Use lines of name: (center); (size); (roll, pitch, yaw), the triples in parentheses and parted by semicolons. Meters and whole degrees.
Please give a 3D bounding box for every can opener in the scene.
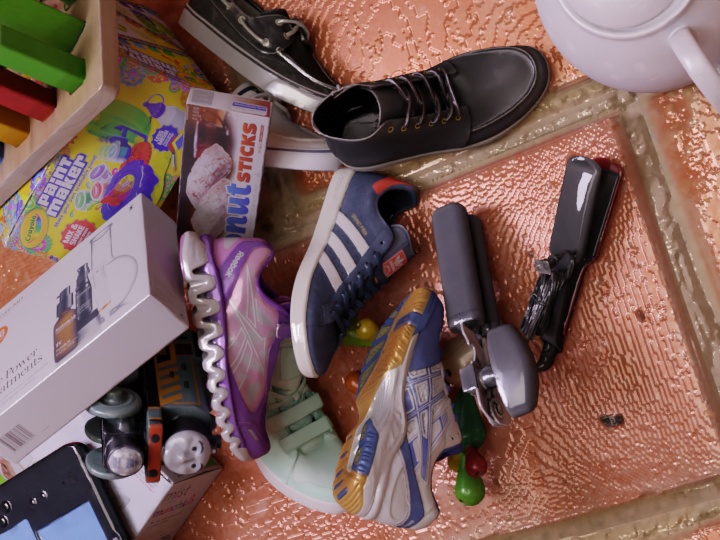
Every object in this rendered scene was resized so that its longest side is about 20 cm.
can opener: (0.107, 0.031, 1.108); (0.067, 0.053, 0.201); (-23, 58, 26)

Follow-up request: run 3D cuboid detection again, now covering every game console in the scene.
game console: (-0.281, 0.282, 1.253); (0.176, 0.031, 0.201); (-32, 80, 25)

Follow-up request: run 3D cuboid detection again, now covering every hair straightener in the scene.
hair straightener: (0.155, 0.002, 1.110); (0.041, 0.077, 0.201); (29, 107, 37)

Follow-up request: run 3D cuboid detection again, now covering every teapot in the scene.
teapot: (0.214, -0.229, 1.034); (0.199, 0.146, 0.199); (13, 98, 24)

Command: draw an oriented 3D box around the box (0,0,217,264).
box: (-0.253, -0.136, 1.235); (0.201, 0.121, 0.193); (-56, 41, 17)

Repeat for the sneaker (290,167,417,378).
sneaker: (0.000, 0.000, 1.149); (0.084, 0.075, 0.201); (6, 63, 16)

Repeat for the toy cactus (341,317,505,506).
toy cactus: (0.058, 0.099, 1.159); (0.165, 0.102, 0.200); (-42, 66, 11)

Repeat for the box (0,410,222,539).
box: (-0.266, 0.194, 1.308); (0.200, 0.097, 0.177); (41, 108, 19)

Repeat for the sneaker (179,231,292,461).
sneaker: (-0.092, 0.060, 1.131); (0.088, 0.080, 0.202); (-12, 101, -7)

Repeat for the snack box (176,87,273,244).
snack box: (-0.123, -0.074, 1.194); (0.071, 0.024, 0.201); (9, 137, -4)

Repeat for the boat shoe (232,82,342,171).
boat shoe: (-0.101, -0.135, 1.235); (0.199, 0.071, 0.070); (15, 101, 31)

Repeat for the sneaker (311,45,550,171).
sneaker: (0.061, -0.137, 1.120); (0.199, 0.106, 0.075); (-22, 81, 10)

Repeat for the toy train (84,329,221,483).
toy train: (-0.184, 0.114, 1.182); (0.113, 0.200, 0.086); (0, 113, -13)

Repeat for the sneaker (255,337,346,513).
sneaker: (-0.061, 0.117, 1.194); (0.201, 0.073, 0.119); (48, 143, 19)

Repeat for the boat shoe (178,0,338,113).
boat shoe: (-0.082, -0.204, 1.219); (0.200, 0.071, 0.064); (37, 108, 22)

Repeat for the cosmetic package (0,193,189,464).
cosmetic package: (-0.237, 0.047, 1.142); (0.200, 0.052, 0.151); (-38, 33, 14)

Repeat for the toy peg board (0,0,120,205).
toy peg board: (-0.303, -0.193, 1.145); (0.199, 0.097, 0.201); (-33, 51, 35)

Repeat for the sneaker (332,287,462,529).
sneaker: (0.043, 0.113, 1.093); (0.088, 0.075, 0.201); (24, 64, -14)
